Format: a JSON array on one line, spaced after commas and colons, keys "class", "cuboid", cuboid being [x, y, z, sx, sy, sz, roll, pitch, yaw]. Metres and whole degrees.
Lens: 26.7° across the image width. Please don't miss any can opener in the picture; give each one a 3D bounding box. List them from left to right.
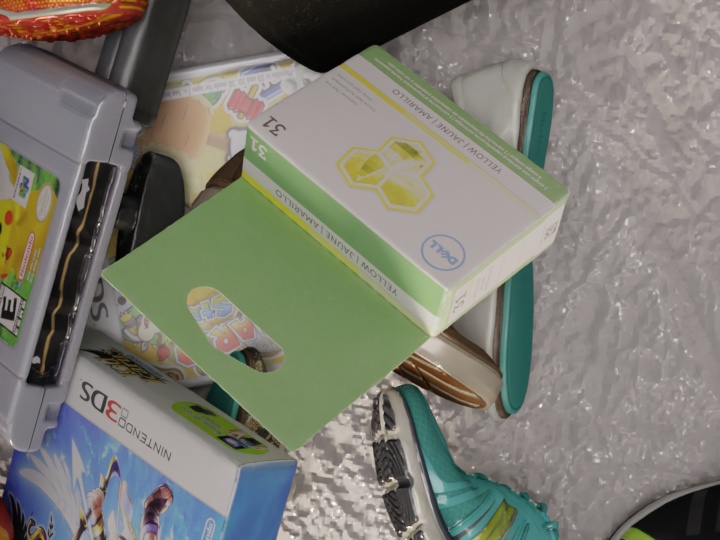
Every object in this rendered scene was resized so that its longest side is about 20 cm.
[{"class": "can opener", "cuboid": [-0.122, -0.096, 0.851, 0.066, 0.053, 0.202, 11, 95, -31]}]

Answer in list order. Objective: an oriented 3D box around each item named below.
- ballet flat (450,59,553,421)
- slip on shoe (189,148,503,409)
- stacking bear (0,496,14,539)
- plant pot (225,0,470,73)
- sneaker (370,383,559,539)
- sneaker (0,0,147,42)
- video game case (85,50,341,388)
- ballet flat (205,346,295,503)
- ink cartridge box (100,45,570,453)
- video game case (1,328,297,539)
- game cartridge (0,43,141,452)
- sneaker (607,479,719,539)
[{"class": "ballet flat", "cuboid": [0.069, -0.018, 0.861, 0.069, 0.069, 0.202, 5, 91, 2]}, {"class": "slip on shoe", "cuboid": [0.000, 0.000, 0.827, 0.199, 0.076, 0.061, 33, 76, 18]}, {"class": "stacking bear", "cuboid": [-0.235, 0.206, 0.817, 0.113, 0.121, 0.202, -1, 80, 42]}, {"class": "plant pot", "cuboid": [-0.012, -0.231, 0.753, 0.198, 0.177, 0.202, -22, 85, 23]}, {"class": "sneaker", "cuboid": [0.068, 0.148, 0.841, 0.079, 0.077, 0.201, -30, 92, -12]}, {"class": "sneaker", "cuboid": [-0.202, -0.166, 0.827, 0.198, 0.073, 0.078, 11, 96, 26]}, {"class": "video game case", "cuboid": [-0.077, -0.028, 0.882, 0.198, 0.023, 0.184, -10, 93, 3]}, {"class": "ballet flat", "cuboid": [-0.083, 0.139, 0.875, 0.075, 0.068, 0.201, 24, 103, -23]}, {"class": "ink cartridge box", "cuboid": [-0.011, -0.020, 0.769, 0.145, 0.048, 0.199, 40, 53, 21]}, {"class": "video game case", "cuboid": [-0.131, 0.157, 0.820, 0.181, 0.045, 0.202, 26, 105, 42]}, {"class": "game cartridge", "cuboid": [-0.189, -0.018, 0.840, 0.040, 0.133, 0.202, 9, 102, -40]}, {"class": "sneaker", "cuboid": [0.216, 0.149, 0.844, 0.199, 0.083, 0.072, -30, 92, 1]}]
